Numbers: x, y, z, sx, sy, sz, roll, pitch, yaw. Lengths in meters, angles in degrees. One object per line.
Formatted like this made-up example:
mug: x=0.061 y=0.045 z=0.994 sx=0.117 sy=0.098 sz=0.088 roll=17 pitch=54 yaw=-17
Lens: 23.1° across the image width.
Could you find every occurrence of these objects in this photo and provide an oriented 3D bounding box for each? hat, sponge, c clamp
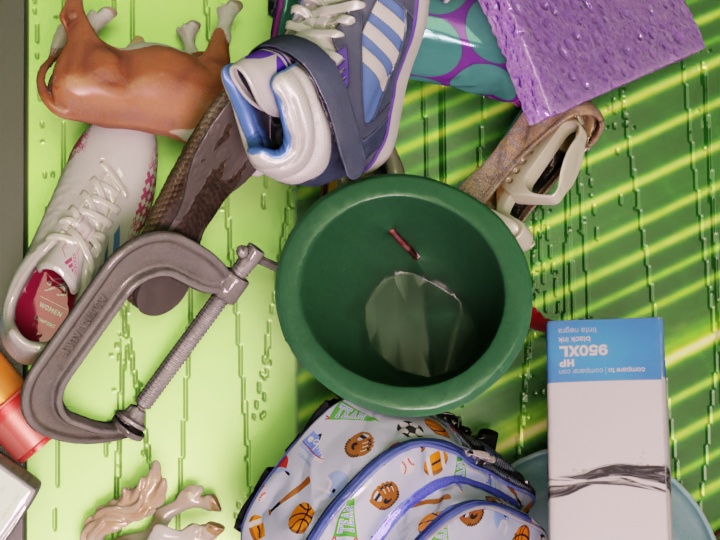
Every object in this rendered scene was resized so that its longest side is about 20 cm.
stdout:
hat: x=0.043 y=0.041 z=1.255 sx=0.199 sy=0.176 sz=0.166 roll=26 pitch=77 yaw=9
sponge: x=0.170 y=-0.186 z=1.292 sx=0.200 sy=0.030 sz=0.112 roll=-25 pitch=91 yaw=-42
c clamp: x=-0.142 y=0.052 z=1.248 sx=0.200 sy=0.171 sz=0.027 roll=-49 pitch=50 yaw=3

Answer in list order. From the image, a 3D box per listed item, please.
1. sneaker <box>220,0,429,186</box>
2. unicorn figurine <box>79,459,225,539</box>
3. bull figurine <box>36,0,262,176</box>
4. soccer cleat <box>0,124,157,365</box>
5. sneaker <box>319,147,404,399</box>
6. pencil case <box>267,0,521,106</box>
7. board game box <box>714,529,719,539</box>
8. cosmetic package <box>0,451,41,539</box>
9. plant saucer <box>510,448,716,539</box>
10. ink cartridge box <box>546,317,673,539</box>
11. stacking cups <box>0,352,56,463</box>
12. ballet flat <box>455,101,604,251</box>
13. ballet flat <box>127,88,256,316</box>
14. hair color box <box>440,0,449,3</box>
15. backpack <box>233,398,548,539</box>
sneaker: x=-0.027 y=-0.155 z=1.168 sx=0.080 sy=0.146 sz=0.201 roll=13 pitch=100 yaw=33
unicorn figurine: x=-0.134 y=0.249 z=1.257 sx=0.137 sy=0.074 sz=0.201 roll=-31 pitch=77 yaw=1
bull figurine: x=-0.135 y=-0.137 z=1.262 sx=0.199 sy=0.065 sz=0.122 roll=10 pitch=61 yaw=-30
soccer cleat: x=-0.196 y=-0.024 z=1.252 sx=0.070 sy=0.086 sz=0.201 roll=23 pitch=83 yaw=-6
sneaker: x=0.000 y=0.000 z=1.275 sx=0.074 sy=0.090 sz=0.201 roll=-3 pitch=85 yaw=-7
pencil case: x=0.032 y=-0.175 z=1.295 sx=0.199 sy=0.085 sz=0.093 roll=7 pitch=122 yaw=-8
board game box: x=0.278 y=0.289 z=1.319 sx=0.200 sy=0.046 sz=0.152 roll=-36 pitch=92 yaw=-9
cosmetic package: x=-0.321 y=0.121 z=1.218 sx=0.200 sy=0.102 sz=0.074 roll=35 pitch=82 yaw=-4
plant saucer: x=0.163 y=0.228 z=1.285 sx=0.199 sy=0.036 sz=0.201 roll=-3 pitch=68 yaw=7
ink cartridge box: x=0.172 y=0.151 z=1.218 sx=0.084 sy=0.145 sz=0.201 roll=-2 pitch=67 yaw=8
stacking cups: x=-0.289 y=0.048 z=1.247 sx=0.060 sy=0.061 sz=0.200 roll=-43 pitch=93 yaw=-8
ballet flat: x=0.111 y=-0.053 z=1.299 sx=0.067 sy=0.068 sz=0.200 roll=30 pitch=81 yaw=37
ballet flat: x=-0.115 y=-0.060 z=1.235 sx=0.067 sy=0.046 sz=0.201 roll=9 pitch=117 yaw=-44
hair color box: x=0.102 y=-0.294 z=1.268 sx=0.060 sy=0.100 sz=0.200 roll=36 pitch=57 yaw=-4
backpack: x=0.018 y=0.182 z=1.203 sx=0.190 sy=0.154 sz=0.201 roll=33 pitch=88 yaw=-40
